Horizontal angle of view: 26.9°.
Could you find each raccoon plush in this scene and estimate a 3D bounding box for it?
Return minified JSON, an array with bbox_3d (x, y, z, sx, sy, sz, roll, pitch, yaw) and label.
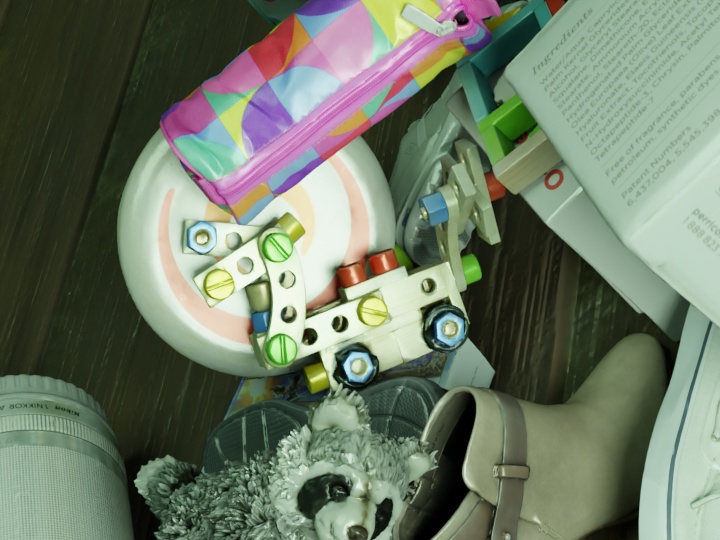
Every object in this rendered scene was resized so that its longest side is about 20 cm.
[{"bbox_3d":[-0.053,0.103,0.790,0.200,0.096,0.135,36,94,45],"label":"raccoon plush"}]

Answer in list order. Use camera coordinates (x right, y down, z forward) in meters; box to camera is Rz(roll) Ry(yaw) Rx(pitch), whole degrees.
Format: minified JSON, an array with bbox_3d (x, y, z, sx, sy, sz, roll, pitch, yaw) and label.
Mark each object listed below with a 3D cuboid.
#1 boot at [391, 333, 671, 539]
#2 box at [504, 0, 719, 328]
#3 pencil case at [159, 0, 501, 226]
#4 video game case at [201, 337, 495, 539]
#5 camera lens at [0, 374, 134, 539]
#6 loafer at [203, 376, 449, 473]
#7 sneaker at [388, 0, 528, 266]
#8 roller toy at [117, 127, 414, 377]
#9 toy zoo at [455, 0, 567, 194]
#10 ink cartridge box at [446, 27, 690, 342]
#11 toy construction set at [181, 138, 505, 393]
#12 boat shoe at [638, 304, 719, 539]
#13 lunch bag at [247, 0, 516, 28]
[{"bbox_3d":[0.096,0.099,0.822,0.070,0.146,0.202,2,64,45],"label":"boot"},{"bbox_3d":[0.215,-0.073,0.698,0.200,0.198,0.172,-45,33,16],"label":"box"},{"bbox_3d":[-0.018,-0.111,0.857,0.199,0.088,0.089,-37,41,7],"label":"pencil case"},{"bbox_3d":[-0.025,0.136,0.974,0.198,0.045,0.183,-11,45,40],"label":"video game case"},{"bbox_3d":[-0.241,0.197,1.079,0.159,0.160,0.201,-37,41,19],"label":"camera lens"},{"bbox_3d":[-0.011,0.109,0.909,0.198,0.063,0.073,-17,72,40],"label":"loafer"},{"bbox_3d":[0.064,-0.104,1.058,0.082,0.075,0.202,23,80,49],"label":"sneaker"},{"bbox_3d":[-0.074,-0.028,1.011,0.180,0.202,0.140,-22,5,-8],"label":"roller toy"},{"bbox_3d":[0.109,-0.149,0.858,0.131,0.020,0.201,-36,40,22],"label":"toy zoo"},{"bbox_3d":[0.184,-0.097,0.876,0.200,0.146,0.147,-46,39,10],"label":"ink cartridge box"},{"bbox_3d":[0.000,0.000,0.913,0.198,0.133,0.092,-20,5,3],"label":"toy construction set"},{"bbox_3d":[0.207,0.092,0.784,0.085,0.075,0.204,-6,49,38],"label":"boat shoe"},{"bbox_3d":[0.014,-0.228,1.139,0.198,0.160,0.078,-10,60,33],"label":"lunch bag"}]
